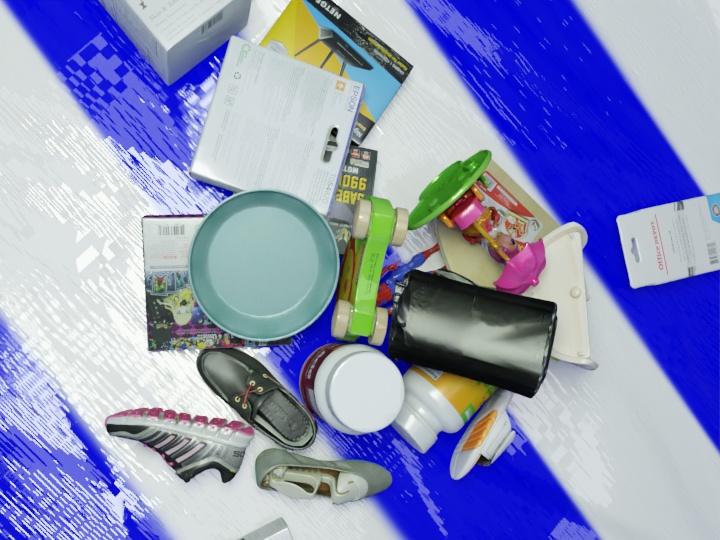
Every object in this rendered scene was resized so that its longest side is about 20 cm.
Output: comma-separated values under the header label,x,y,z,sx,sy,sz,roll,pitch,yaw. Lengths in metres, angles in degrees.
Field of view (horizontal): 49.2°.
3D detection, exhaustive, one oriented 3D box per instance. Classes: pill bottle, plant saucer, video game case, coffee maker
label,x,y,z,sx,sy,sz,roll,pitch,yaw
pill bottle,-0.014,0.154,1.042,0.112,0.200,0.116,1,85,-13
pill bottle,0.128,0.159,1.121,0.200,0.111,0.111,-45,96,-12
plant saucer,-0.127,-0.009,1.036,0.197,0.036,0.203,-2,102,-11
video game case,-0.192,0.015,1.066,0.197,0.036,0.184,-2,102,-10
coffee maker,0.139,0.083,0.988,0.197,0.192,0.137,13,98,10

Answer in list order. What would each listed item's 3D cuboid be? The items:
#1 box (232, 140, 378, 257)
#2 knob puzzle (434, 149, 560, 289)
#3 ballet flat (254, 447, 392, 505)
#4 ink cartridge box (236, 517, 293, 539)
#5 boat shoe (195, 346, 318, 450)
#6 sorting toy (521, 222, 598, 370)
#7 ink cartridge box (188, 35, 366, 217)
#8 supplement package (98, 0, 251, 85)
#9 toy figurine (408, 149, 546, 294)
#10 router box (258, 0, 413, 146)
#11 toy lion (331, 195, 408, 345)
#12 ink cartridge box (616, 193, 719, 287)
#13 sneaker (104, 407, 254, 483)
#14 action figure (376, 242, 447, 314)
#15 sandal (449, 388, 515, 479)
label,x,y,z,sx,sy,sz,roll,pitch,yaw
box,-0.083,-0.109,1.124,0.197,0.048,0.161,10,83,-12
knob puzzle,0.188,-0.055,1.182,0.217,0.030,0.223,7,71,-20
ballet flat,-0.051,0.296,1.089,0.197,0.064,0.068,13,118,-10
ink cartridge box,-0.168,0.435,1.052,0.198,0.068,0.117,-24,91,-14
boat shoe,-0.141,0.173,1.083,0.201,0.063,0.074,40,81,-6
sorting toy,0.305,0.061,1.151,0.179,0.106,0.203,29,56,-52
ink cartridge box,-0.112,-0.192,1.077,0.197,0.041,0.202,18,82,-10
supplement package,-0.265,-0.391,1.049,0.151,0.151,0.201,-41,95,-12
toy figurine,0.172,-0.049,1.078,0.150,0.200,0.184,-41,101,8
router box,-0.043,-0.296,1.145,0.199,0.051,0.150,35,80,-9
toy lion,0.000,0.000,1.023,0.068,0.192,0.203,10,102,-9
ink cartridge box,0.483,-0.045,1.236,0.197,0.068,0.118,-12,88,-14
sneaker,-0.245,0.237,1.046,0.197,0.074,0.089,11,89,-9
action figure,0.054,0.021,1.149,0.198,0.052,0.066,-31,98,-12
sandal,0.205,0.224,1.152,0.059,0.079,0.208,35,77,-6
